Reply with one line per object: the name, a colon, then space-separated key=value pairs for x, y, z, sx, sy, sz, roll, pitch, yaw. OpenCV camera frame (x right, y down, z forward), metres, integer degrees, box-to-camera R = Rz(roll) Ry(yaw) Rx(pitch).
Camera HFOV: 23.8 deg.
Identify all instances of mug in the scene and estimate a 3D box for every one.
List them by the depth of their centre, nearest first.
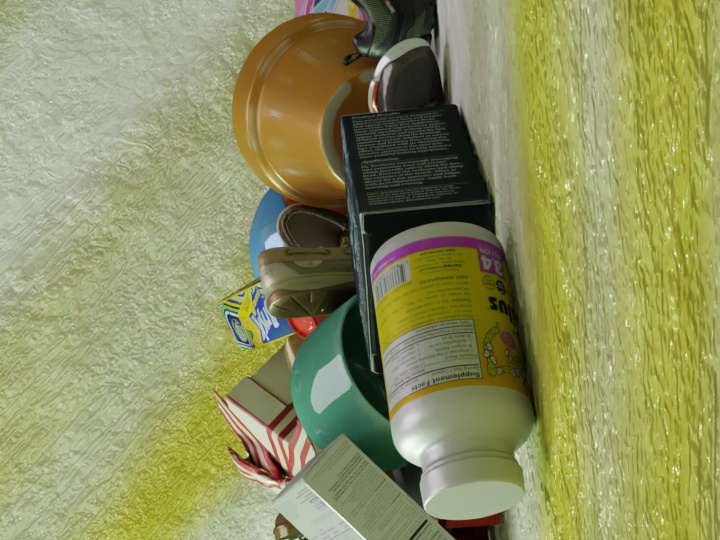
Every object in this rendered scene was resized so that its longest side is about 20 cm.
mug: x=0.025 y=0.105 z=1.555 sx=0.114 sy=0.184 sz=0.153 roll=-40 pitch=61 yaw=43

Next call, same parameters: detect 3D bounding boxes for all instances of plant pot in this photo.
plant pot: x=-0.012 y=-0.153 z=1.724 sx=0.183 sy=0.199 sz=0.202 roll=-148 pitch=51 yaw=-67

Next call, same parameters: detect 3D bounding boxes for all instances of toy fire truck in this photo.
toy fire truck: x=0.091 y=0.200 z=1.556 sx=0.200 sy=0.048 sz=0.142 roll=-99 pitch=5 yaw=-59

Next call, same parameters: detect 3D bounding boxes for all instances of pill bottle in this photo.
pill bottle: x=0.068 y=0.073 z=1.236 sx=0.104 sy=0.103 sz=0.201 roll=90 pitch=173 yaw=-62

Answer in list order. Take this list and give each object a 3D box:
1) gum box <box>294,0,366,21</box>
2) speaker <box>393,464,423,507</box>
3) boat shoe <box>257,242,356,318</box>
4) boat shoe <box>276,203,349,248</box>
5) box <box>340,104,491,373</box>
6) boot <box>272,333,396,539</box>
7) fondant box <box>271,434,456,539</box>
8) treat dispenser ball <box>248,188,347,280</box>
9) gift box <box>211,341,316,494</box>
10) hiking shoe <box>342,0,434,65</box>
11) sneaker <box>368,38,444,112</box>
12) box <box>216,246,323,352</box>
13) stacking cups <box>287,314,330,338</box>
gum box: x=-0.015 y=-0.296 z=1.974 sx=0.113 sy=0.066 sz=0.201 roll=-38 pitch=45 yaw=38
speaker: x=0.066 y=0.180 z=1.710 sx=0.081 sy=0.081 sz=0.202 roll=-111 pitch=16 yaw=-79
boat shoe: x=0.000 y=0.000 z=1.591 sx=0.071 sy=0.199 sz=0.065 roll=-51 pitch=49 yaw=48
boat shoe: x=-0.001 y=-0.006 z=1.792 sx=0.072 sy=0.199 sz=0.060 roll=-54 pitch=2 yaw=0
box: x=0.046 y=-0.032 z=1.439 sx=0.200 sy=0.106 sz=0.149 roll=-100 pitch=5 yaw=-62
boot: x=-0.040 y=0.157 z=1.643 sx=0.175 sy=0.066 sz=0.201 roll=1 pitch=-111 yaw=-51
fondant box: x=0.023 y=0.241 z=1.489 sx=0.200 sy=0.058 sz=0.144 roll=44 pitch=159 yaw=1
treat dispenser ball: x=-0.026 y=-0.027 z=1.926 sx=0.201 sy=0.199 sz=0.203 roll=174 pitch=90 yaw=-87
gift box: x=-0.036 y=0.162 z=1.817 sx=0.184 sy=0.187 sz=0.201 roll=29 pitch=154 yaw=35
hiking shoe: x=0.015 y=-0.295 z=1.614 sx=0.076 sy=0.100 sz=0.202 roll=157 pitch=108 yaw=-86
sneaker: x=0.061 y=-0.120 z=1.583 sx=0.082 sy=0.077 sz=0.201 roll=43 pitch=148 yaw=42
box: x=-0.082 y=0.032 z=1.764 sx=0.065 sy=0.070 sz=0.200 roll=59 pitch=158 yaw=-2
stacking cups: x=0.000 y=0.000 z=1.674 sx=0.200 sy=0.060 sz=0.061 roll=-41 pitch=-37 yaw=-36
